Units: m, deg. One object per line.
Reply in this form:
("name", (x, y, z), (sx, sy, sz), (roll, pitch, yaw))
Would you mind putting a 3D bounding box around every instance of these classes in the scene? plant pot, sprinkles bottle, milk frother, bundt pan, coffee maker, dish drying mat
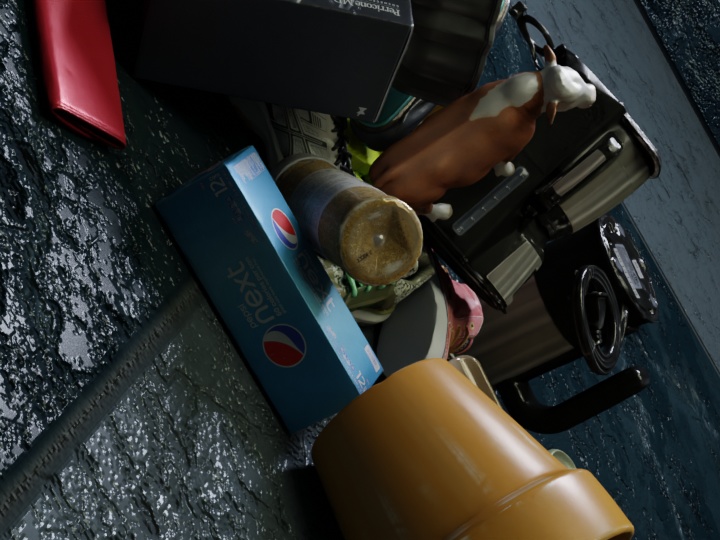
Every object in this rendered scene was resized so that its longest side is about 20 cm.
("plant pot", (0.064, 0.172, 1.131), (0.183, 0.200, 0.200), (55, 19, 20))
("sprinkles bottle", (-0.018, -0.043, 1.201), (0.068, 0.068, 0.200), (54, -8, -22))
("milk frother", (0.166, 0.049, 1.463), (0.200, 0.188, 0.181), (28, 40, -54))
("bundt pan", (0.059, -0.236, 1.298), (0.075, 0.202, 0.202), (8, 45, -12))
("coffee maker", (0.134, -0.093, 1.393), (0.192, 0.200, 0.135), (49, -3, 25))
("dish drying mat", (-0.209, -0.182, 1.121), (0.077, 0.018, 0.201), (30, 40, -52))

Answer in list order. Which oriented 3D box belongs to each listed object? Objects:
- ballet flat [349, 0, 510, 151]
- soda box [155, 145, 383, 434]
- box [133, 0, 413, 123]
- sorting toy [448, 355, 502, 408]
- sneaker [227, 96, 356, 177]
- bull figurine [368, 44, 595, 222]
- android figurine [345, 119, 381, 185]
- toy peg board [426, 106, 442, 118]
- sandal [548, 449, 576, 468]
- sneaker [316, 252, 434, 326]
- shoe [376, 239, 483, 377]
("ballet flat", (0.065, -0.183, 1.429), (0.073, 0.200, 0.073), (39, -16, 13))
("soda box", (-0.066, 0.014, 1.153), (0.200, 0.068, 0.064), (60, 22, -7))
("box", (-0.070, -0.229, 1.234), (0.199, 0.104, 0.183), (9, 47, -14))
("sorting toy", (0.092, 0.180, 1.367), (0.186, 0.036, 0.200), (64, 27, 1))
("sneaker", (-0.038, -0.115, 1.318), (0.200, 0.088, 0.076), (58, 22, -7))
("bull figurine", (0.093, -0.104, 1.261), (0.065, 0.200, 0.121), (61, -6, 18))
("android figurine", (-0.037, -0.162, 1.445), (0.200, 0.041, 0.182), (61, 22, -4))
("toy peg board", (0.087, -0.133, 1.547), (0.200, 0.098, 0.200), (64, 7, 1))
("sandal", (0.206, 0.244, 1.507), (0.080, 0.057, 0.201), (48, 27, -32))
("sneaker", (0.000, 0.000, 1.283), (0.200, 0.088, 0.077), (-6, 70, -66))
("shoe", (0.068, 0.053, 1.385), (0.091, 0.071, 0.200), (41, 24, -26))
